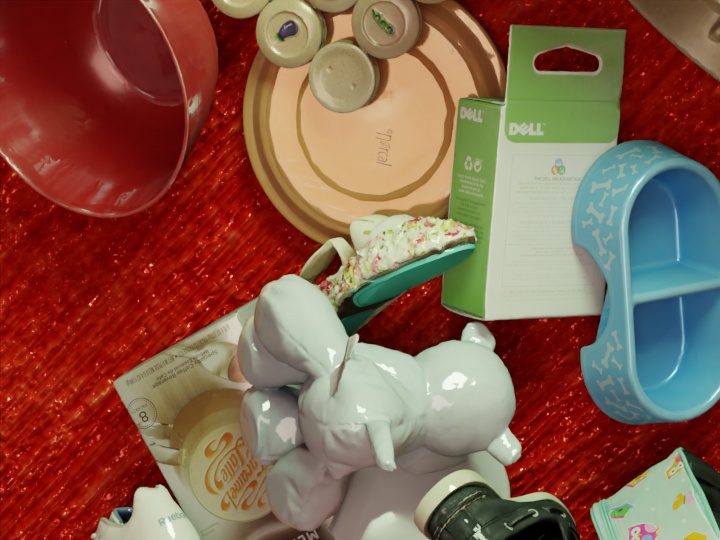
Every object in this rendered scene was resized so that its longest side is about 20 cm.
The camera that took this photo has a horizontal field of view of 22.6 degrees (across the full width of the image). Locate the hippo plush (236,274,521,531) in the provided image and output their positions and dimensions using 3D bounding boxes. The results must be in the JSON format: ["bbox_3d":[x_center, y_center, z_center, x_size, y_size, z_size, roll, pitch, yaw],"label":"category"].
[{"bbox_3d":[0.019,0.072,1.214,0.159,0.200,0.161,-10,73,-29],"label":"hippo plush"}]

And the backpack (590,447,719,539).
[{"bbox_3d":[0.230,0.230,1.216,0.152,0.176,0.201,-26,122,9],"label":"backpack"}]

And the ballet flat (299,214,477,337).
[{"bbox_3d":[0.000,0.000,1.264,0.199,0.075,0.064,-35,72,41],"label":"ballet flat"}]

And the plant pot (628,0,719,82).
[{"bbox_3d":[0.288,-0.220,1.172,0.200,0.200,0.184,40,91,3],"label":"plant pot"}]

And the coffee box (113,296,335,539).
[{"bbox_3d":[-0.078,0.137,1.328,0.114,0.080,0.201,-29,92,14],"label":"coffee box"}]

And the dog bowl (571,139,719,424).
[{"bbox_3d":[0.208,0.012,1.246,0.110,0.049,0.203,-9,101,-25],"label":"dog bowl"}]

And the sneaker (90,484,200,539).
[{"bbox_3d":[-0.172,0.227,1.343,0.200,0.074,0.088,-43,65,41],"label":"sneaker"}]

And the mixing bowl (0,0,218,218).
[{"bbox_3d":[-0.175,-0.149,1.276,0.198,0.108,0.202,16,122,26],"label":"mixing bowl"}]

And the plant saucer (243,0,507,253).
[{"bbox_3d":[0.012,-0.110,1.296,0.198,0.032,0.203,2,99,10],"label":"plant saucer"}]

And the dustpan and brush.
[{"bbox_3d":[0.085,0.177,1.308,0.198,0.057,0.141,23,65,-1],"label":"dustpan and brush"}]

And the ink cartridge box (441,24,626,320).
[{"bbox_3d":[0.121,-0.069,1.251,0.103,0.059,0.203,-2,101,-30],"label":"ink cartridge box"}]

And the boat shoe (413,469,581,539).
[{"bbox_3d":[0.108,0.187,1.207,0.075,0.199,0.066,-46,56,3],"label":"boat shoe"}]

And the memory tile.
[{"bbox_3d":[-0.037,-0.221,1.246,0.200,0.017,0.154,42,112,2],"label":"memory tile"}]
